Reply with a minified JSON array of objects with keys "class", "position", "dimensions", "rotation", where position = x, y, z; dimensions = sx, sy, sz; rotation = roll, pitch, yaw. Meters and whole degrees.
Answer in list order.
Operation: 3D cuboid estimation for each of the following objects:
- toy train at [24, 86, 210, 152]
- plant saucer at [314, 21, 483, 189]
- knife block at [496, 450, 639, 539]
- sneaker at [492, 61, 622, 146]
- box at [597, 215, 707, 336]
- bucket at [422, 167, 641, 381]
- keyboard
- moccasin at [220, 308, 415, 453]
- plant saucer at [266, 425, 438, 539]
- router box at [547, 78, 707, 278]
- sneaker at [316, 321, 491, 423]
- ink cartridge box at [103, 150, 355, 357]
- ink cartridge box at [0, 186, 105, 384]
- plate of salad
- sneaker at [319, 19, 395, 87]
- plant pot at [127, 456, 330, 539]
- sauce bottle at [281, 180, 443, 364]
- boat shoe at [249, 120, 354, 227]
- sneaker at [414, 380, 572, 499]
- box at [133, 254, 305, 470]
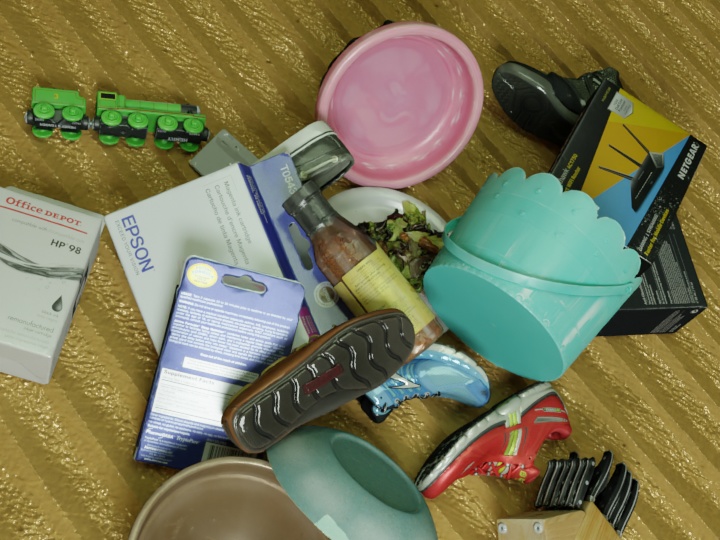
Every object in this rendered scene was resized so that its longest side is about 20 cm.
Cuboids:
[{"class":"toy train","position":[-0.264,-0.168,1.202],"dimensions":[0.198,0.042,0.057],"rotation":[3,50,-18]},{"class":"plant saucer","position":[0.040,-0.190,1.245],"dimensions":[0.199,0.202,0.051],"rotation":[-3,34,-21]},{"class":"knife block","position":[0.220,0.284,1.096],"dimensions":[0.175,0.064,0.202],"rotation":[1,80,-40]},{"class":"sneaker","position":[0.260,-0.220,1.389],"dimensions":[0.198,0.076,0.115],"rotation":[26,55,-8]},{"class":"box","position":[0.305,-0.028,1.301],"dimensions":[0.140,0.079,0.202],"rotation":[1,62,-22]},{"class":"bucket","position":[0.173,0.008,1.146],"dimensions":[0.207,0.207,0.135],"rotation":[38,69,4]},{"class":"keyboard","position":[-0.102,-0.076,1.196],"dimensions":[0.200,0.011,0.056],"rotation":[42,87,18]},{"class":"moccasin","position":[-0.038,0.098,1.017],"dimensions":[0.201,0.078,0.074],"rotation":[-37,107,-13]},{"class":"plant saucer","position":[0.004,0.200,1.012],"dimensions":[0.200,0.039,0.201],"rotation":[35,13,-9]},{"class":"router box","position":[0.298,-0.106,1.265],"dimensions":[0.149,0.051,0.201],"rotation":[32,58,1]},{"class":"sneaker","position":[0.037,0.120,1.136],"dimensions":[0.198,0.078,0.091],"rotation":[11,68,-3]},{"class":"ink cartridge box","position":[-0.126,0.001,1.089],"dimensions":[0.199,0.043,0.198],"rotation":[-23,85,-6]},{"class":"ink cartridge box","position":[-0.326,-0.004,1.070],"dimensions":[0.115,0.067,0.201],"rotation":[17,58,-9]},{"class":"plate of salad","position":[0.032,-0.012,1.213],"dimensions":[0.198,0.048,0.202],"rotation":[9,59,-14]},{"class":"sneaker","position":[0.061,-0.232,1.310],"dimensions":[0.198,0.114,0.077],"rotation":[9,61,-17]},{"class":"plant pot","position":[-0.114,0.275,0.973],"dimensions":[0.199,0.093,0.202],"rotation":[9,60,-15]},{"class":"sauce bottle","position":[0.000,0.000,1.083],"dimensions":[0.066,0.066,0.201],"rotation":[-37,90,-32]},{"class":"boat shoe","position":[-0.096,-0.074,1.152],"dimensions":[0.200,0.071,0.064],"rotation":[-39,71,-2]},{"class":"sneaker","position":[0.145,0.186,1.128],"dimensions":[0.199,0.077,0.085],"rotation":[-28,81,-28]},{"class":"box","position":[-0.132,0.093,1.040],"dimensions":[0.120,0.032,0.202],"rotation":[14,96,-11]}]
